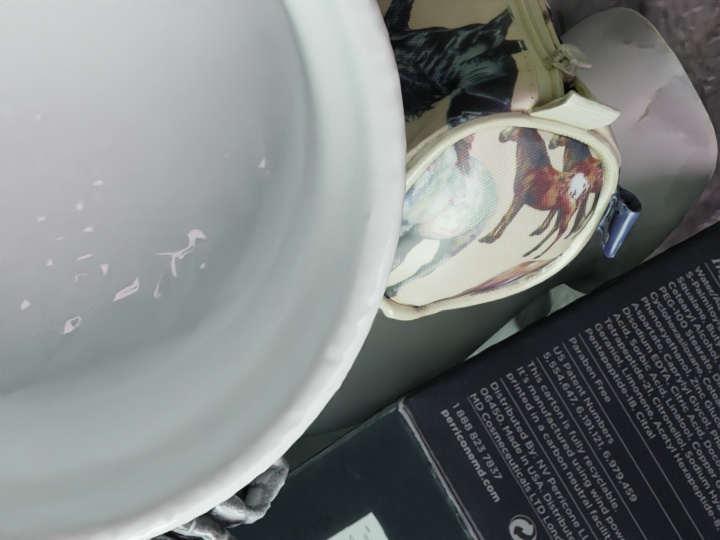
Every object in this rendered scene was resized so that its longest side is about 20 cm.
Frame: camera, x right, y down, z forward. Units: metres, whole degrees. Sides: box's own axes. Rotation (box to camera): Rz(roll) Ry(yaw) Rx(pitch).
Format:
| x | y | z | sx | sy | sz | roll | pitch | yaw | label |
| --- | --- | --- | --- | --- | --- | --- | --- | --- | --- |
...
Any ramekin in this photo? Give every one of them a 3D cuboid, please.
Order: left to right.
| x | y | z | sx | sy | sz | roll | pitch | yaw | label |
| --- | --- | --- | --- | --- | --- | --- | --- | --- | --- |
| -0.091 | -0.033 | 0.729 | 0.200 | 0.098 | 0.201 | -1 | 99 | -4 | ramekin |

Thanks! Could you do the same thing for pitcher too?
| x | y | z | sx | sy | sz | roll | pitch | yaw | label |
| --- | --- | --- | --- | --- | --- | --- | --- | --- | --- |
| 0.000 | 0.000 | 0.966 | 0.200 | 0.121 | 0.172 | -16 | 147 | -30 | pitcher |

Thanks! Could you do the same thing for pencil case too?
| x | y | z | sx | sy | sz | roll | pitch | yaw | label |
| --- | --- | --- | --- | --- | --- | --- | --- | --- | --- |
| 0.017 | -0.084 | 0.832 | 0.089 | 0.200 | 0.078 | -36 | 137 | 23 | pencil case |

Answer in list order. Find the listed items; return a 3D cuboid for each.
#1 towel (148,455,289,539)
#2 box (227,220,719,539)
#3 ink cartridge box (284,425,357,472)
| x | y | z | sx | sy | sz | roll | pitch | yaw | label |
| --- | --- | --- | --- | --- | --- | --- | --- | --- | --- |
| -0.147 | 0.063 | 0.878 | 0.200 | 0.086 | 0.165 | 25 | 160 | -27 | towel |
| 0.071 | 0.073 | 0.945 | 0.200 | 0.107 | 0.148 | -28 | 174 | -37 | box |
| -0.048 | 0.141 | 1.090 | 0.146 | 0.084 | 0.200 | -16 | 135 | -12 | ink cartridge box |
